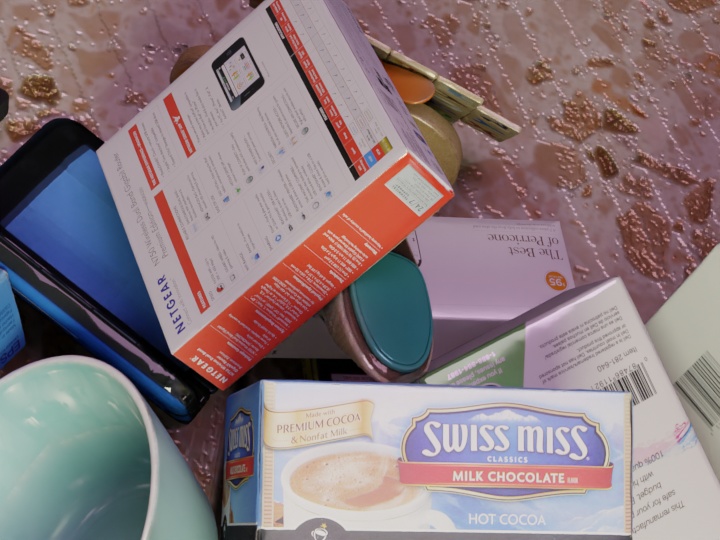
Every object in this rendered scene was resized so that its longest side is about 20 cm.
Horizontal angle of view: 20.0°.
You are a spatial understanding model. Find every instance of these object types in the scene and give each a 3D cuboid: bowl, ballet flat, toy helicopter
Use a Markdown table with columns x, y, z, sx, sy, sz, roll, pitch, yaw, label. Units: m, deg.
| x | y | z | sx | sy | sz | roll | pitch | yaw | label |
| --- | --- | --- | --- | --- | --- | --- | --- | --- | --- |
| -0.155 | 0.160 | 1.107 | 0.105 | 0.200 | 0.202 | 39 | 44 | -44 | bowl |
| 0.000 | 0.000 | 1.203 | 0.067 | 0.062 | 0.201 | 18 | 44 | -27 | ballet flat |
| -0.028 | -0.101 | 1.327 | 0.199 | 0.133 | 0.079 | 22 | 47 | -2 | toy helicopter |

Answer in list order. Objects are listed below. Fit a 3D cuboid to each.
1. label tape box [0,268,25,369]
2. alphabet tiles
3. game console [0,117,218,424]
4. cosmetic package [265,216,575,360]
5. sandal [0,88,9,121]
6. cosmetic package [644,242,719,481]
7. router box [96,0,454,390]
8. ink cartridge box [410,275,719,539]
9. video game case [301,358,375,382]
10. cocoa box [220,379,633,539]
| x | y | z | sx | sy | sz | roll | pitch | yaw | label |
| --- | --- | --- | --- | --- | --- | --- | --- | --- | --- |
| -0.315 | 0.032 | 1.167 | 0.199 | 0.066 | 0.143 | 20 | 50 | 27 | label tape box |
| 0.014 | -0.137 | 1.358 | 0.199 | 0.166 | 0.006 | 29 | 89 | -3 | alphabet tiles |
| -0.150 | -0.013 | 1.241 | 0.200 | 0.171 | 0.119 | 37 | 81 | 3 | game console |
| 0.035 | 0.010 | 1.279 | 0.198 | 0.051 | 0.083 | 1 | 56 | -16 | cosmetic package |
| -0.279 | -0.085 | 1.231 | 0.075 | 0.045 | 0.200 | 17 | 32 | 13 | sandal |
| 0.285 | 0.029 | 1.329 | 0.199 | 0.200 | 0.123 | -32 | 76 | -33 | cosmetic package |
| -0.057 | -0.059 | 1.201 | 0.049 | 0.179 | 0.201 | 39 | 17 | -41 | router box |
| 0.124 | 0.126 | 1.206 | 0.144 | 0.084 | 0.201 | -26 | 90 | -18 | ink cartridge box |
| 0.063 | 0.106 | 1.305 | 0.199 | 0.026 | 0.182 | 3 | 60 | -20 | video game case |
| 0.032 | 0.127 | 1.071 | 0.198 | 0.133 | 0.132 | 3 | 83 | -11 | cocoa box |
